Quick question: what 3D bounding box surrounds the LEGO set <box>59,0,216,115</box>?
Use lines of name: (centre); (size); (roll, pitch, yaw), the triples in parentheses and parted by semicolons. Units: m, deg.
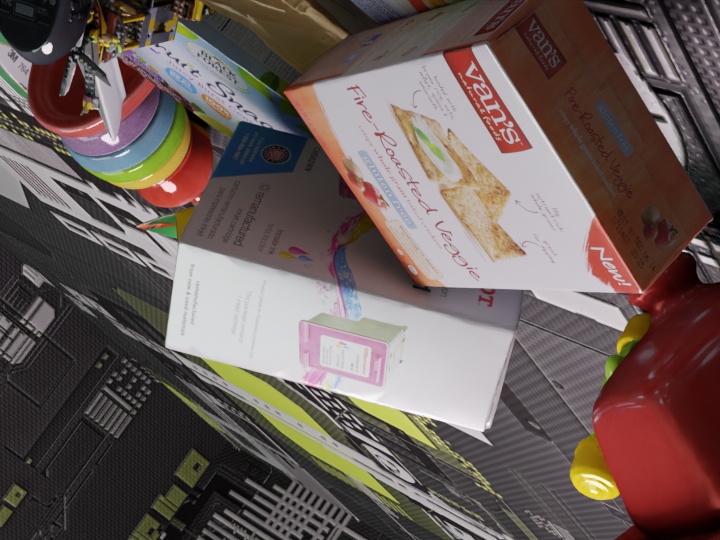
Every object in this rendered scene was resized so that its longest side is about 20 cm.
LEGO set: (-0.187, -0.201, 0.841); (0.199, 0.116, 0.155); (37, 123, 19)

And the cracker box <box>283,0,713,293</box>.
cracker box: (0.058, -0.058, 0.705); (0.134, 0.058, 0.199); (55, 157, -17)

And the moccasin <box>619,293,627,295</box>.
moccasin: (0.114, -0.038, 0.818); (0.068, 0.081, 0.200); (-2, 145, 31)

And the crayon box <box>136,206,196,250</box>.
crayon box: (-0.043, -0.022, 1.040); (0.198, 0.051, 0.127); (-11, 169, 23)

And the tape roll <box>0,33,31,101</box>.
tape roll: (-0.277, -0.183, 1.375); (0.200, 0.048, 0.201); (34, 167, 9)

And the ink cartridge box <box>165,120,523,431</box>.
ink cartridge box: (0.000, 0.000, 0.874); (0.198, 0.145, 0.085); (15, 126, 2)

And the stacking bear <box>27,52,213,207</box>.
stacking bear: (-0.192, -0.122, 1.263); (0.121, 0.114, 0.200); (28, 169, 29)

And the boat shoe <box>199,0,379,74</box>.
boat shoe: (-0.049, -0.176, 0.801); (0.200, 0.070, 0.073); (40, 145, -28)

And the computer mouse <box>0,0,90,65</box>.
computer mouse: (-0.154, -0.208, 0.767); (0.058, 0.202, 0.034); (24, -161, 27)

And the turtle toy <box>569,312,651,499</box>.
turtle toy: (0.239, 0.117, 0.976); (0.200, 0.146, 0.101); (39, 145, -16)

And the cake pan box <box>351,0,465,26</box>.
cake pan box: (-0.012, -0.203, 0.666); (0.200, 0.053, 0.184); (40, 164, -16)

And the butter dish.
butter dish: (0.202, 0.058, 0.806); (0.149, 0.198, 0.200); (57, 167, 7)

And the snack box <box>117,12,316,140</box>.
snack box: (-0.082, -0.145, 0.989); (0.199, 0.068, 0.169); (35, 167, 0)

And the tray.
tray: (-0.206, -0.198, 1.026); (0.108, 0.022, 0.201); (90, 156, -64)
